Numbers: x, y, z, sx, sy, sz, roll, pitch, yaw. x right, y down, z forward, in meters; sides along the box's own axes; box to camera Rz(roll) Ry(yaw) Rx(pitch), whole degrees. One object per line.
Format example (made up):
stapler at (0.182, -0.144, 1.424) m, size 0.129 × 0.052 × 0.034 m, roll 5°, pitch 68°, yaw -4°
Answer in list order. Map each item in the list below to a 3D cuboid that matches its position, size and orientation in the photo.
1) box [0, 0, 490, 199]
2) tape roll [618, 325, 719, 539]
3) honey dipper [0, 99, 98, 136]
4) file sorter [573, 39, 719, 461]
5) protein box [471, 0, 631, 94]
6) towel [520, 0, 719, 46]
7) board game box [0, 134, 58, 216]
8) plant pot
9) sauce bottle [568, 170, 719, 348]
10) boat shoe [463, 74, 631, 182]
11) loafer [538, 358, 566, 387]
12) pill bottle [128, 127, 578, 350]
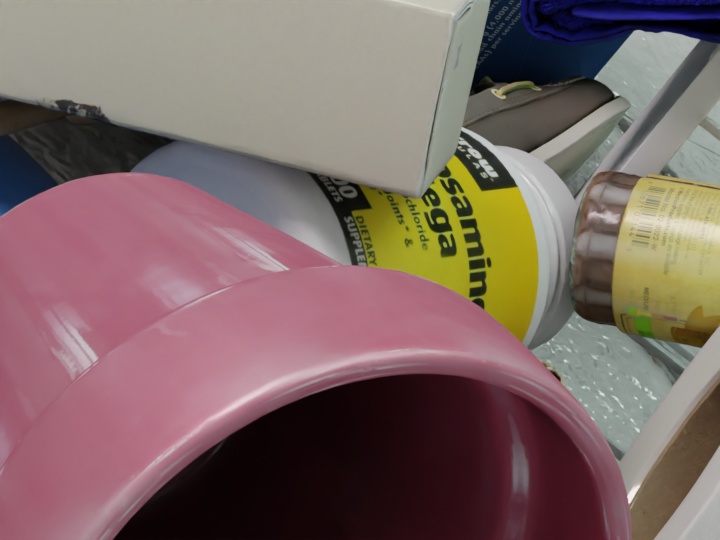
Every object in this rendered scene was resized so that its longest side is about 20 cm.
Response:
box at (-0.061, -0.086, 1.044) m, size 0.199 × 0.069 × 0.082 m, roll 15°, pitch 16°, yaw 9°
tape roll at (0.164, 0.107, 1.055) m, size 0.139 × 0.203 × 0.203 m, roll 34°, pitch 26°, yaw -3°
honey dipper at (-0.143, -0.048, 1.033) m, size 0.038 × 0.038 × 0.200 m, roll 42°, pitch 30°, yaw 13°
file sorter at (0.163, -0.021, 1.267) m, size 0.124 × 0.200 × 0.139 m, roll 37°, pitch 26°, yaw -1°
protein box at (0.059, -0.185, 1.378) m, size 0.135 × 0.199 × 0.200 m, roll 48°, pitch 19°, yaw 24°
towel at (0.156, -0.174, 1.190) m, size 0.050 × 0.147 × 0.201 m, roll 55°, pitch 52°, yaw -40°
board game box at (-0.172, 0.004, 1.012) m, size 0.199 × 0.039 × 0.159 m, roll 11°, pitch 42°, yaw -37°
plant pot at (-0.046, 0.066, 0.903) m, size 0.199 × 0.201 × 0.179 m, roll 14°, pitch 21°, yaw -37°
sauce bottle at (0.180, 0.007, 1.147) m, size 0.199 × 0.065 × 0.065 m, roll 11°, pitch 19°, yaw 22°
boat shoe at (0.061, -0.056, 1.344) m, size 0.060 × 0.072 × 0.202 m, roll 44°, pitch 31°, yaw 7°
loafer at (0.036, 0.090, 1.049) m, size 0.076 × 0.068 × 0.200 m, roll -7°, pitch 19°, yaw 15°
pill bottle at (0.000, 0.000, 1.133) m, size 0.112 × 0.113 × 0.200 m, roll 47°, pitch 28°, yaw 22°
